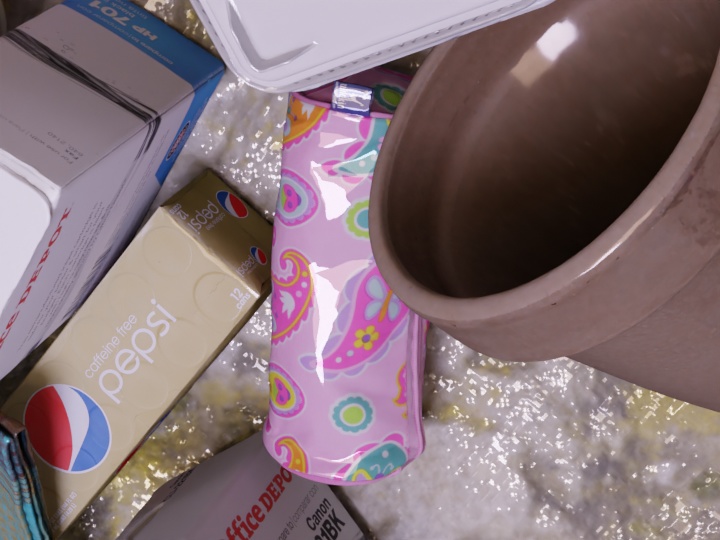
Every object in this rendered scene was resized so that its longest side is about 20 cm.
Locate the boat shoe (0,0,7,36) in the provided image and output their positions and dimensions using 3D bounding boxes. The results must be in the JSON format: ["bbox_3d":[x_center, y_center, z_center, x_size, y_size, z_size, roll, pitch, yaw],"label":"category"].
[{"bbox_3d":[-0.215,-0.079,0.937,0.072,0.065,0.200,14,140,-8],"label":"boat shoe"}]

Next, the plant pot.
[{"bbox_3d":[0.132,-0.027,0.812,0.174,0.201,0.200,34,121,-30],"label":"plant pot"}]

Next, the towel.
[{"bbox_3d":[-0.215,0.118,1.011,0.146,0.022,0.200,26,143,25],"label":"towel"}]

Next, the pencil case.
[{"bbox_3d":[0.000,0.000,0.921,0.087,0.087,0.201,11,111,14],"label":"pencil case"}]

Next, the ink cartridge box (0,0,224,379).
[{"bbox_3d":[-0.158,-0.033,0.896,0.086,0.200,0.147,34,116,4],"label":"ink cartridge box"}]

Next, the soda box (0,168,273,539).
[{"bbox_3d":[-0.119,0.046,0.990,0.068,0.064,0.200,41,117,0],"label":"soda box"}]

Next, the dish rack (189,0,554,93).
[{"bbox_3d":[-0.020,-0.165,0.765,0.171,0.044,0.200,-17,116,25],"label":"dish rack"}]

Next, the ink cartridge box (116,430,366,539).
[{"bbox_3d":[-0.036,0.196,0.965,0.084,0.144,0.200,-33,97,24],"label":"ink cartridge box"}]
